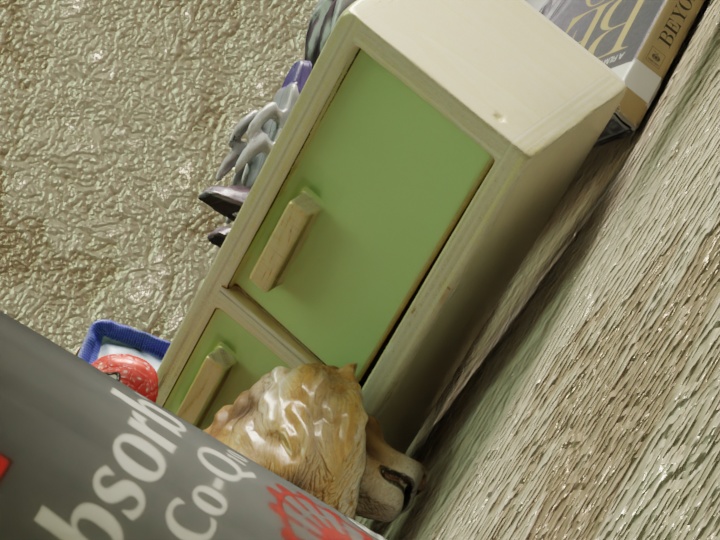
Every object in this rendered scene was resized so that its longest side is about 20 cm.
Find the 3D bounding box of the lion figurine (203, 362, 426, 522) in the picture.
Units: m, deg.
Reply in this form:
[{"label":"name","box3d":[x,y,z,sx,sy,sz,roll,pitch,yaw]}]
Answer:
[{"label":"lion figurine","box3d":[-0.058,0.123,0.929,0.200,0.072,0.123,-50,21,25]}]

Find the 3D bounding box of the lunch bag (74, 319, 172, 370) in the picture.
[{"label":"lunch bag","box3d":[-0.112,0.148,1.234,0.170,0.124,0.200,126,158,-59]}]

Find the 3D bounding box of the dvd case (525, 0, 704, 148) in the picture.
[{"label":"dvd case","box3d":[0.088,-0.111,1.033,0.149,0.016,0.200,-21,36,58]}]

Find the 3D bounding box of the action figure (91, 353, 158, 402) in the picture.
[{"label":"action figure","box3d":[-0.128,0.109,0.911,0.065,0.099,0.200,-160,94,-83]}]

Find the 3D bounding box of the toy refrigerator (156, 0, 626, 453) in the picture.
[{"label":"toy refrigerator","box3d":[0.000,0.000,0.964,0.070,0.076,0.200,-37,-18,-47]}]

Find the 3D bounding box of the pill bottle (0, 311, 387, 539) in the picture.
[{"label":"pill bottle","box3d":[-0.083,0.074,0.655,0.116,0.200,0.116,-59,3,6]}]

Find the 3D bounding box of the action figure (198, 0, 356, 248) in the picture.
[{"label":"action figure","box3d":[-0.002,-0.100,1.088,0.130,0.069,0.200,145,144,-72]}]
